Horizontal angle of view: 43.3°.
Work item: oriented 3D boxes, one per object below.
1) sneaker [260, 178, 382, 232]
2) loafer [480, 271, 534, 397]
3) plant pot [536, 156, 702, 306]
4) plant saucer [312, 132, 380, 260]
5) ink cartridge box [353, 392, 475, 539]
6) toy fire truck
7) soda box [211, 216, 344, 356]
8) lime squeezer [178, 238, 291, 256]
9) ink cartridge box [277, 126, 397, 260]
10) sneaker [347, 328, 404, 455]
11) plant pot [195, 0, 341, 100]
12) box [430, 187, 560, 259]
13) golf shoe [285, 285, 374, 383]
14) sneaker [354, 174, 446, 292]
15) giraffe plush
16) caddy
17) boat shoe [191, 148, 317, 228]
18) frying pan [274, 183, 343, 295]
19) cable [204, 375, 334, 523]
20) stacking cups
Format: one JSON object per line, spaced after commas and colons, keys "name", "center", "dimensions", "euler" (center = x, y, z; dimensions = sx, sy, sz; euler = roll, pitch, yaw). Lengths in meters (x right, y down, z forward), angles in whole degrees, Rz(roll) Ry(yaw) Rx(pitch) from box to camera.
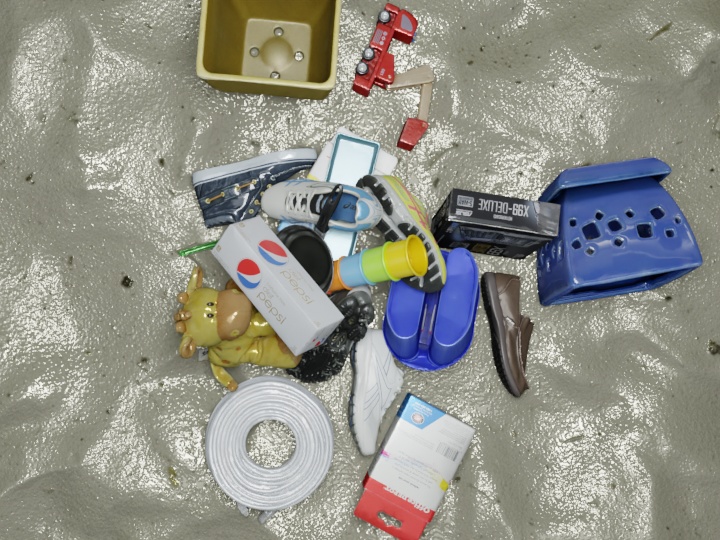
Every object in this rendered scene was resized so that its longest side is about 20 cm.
{"name": "sneaker", "center": [-0.064, -0.099, 1.320], "dimensions": [0.199, 0.072, 0.072], "euler": [8, 87, 28]}
{"name": "loafer", "center": [0.240, 0.096, 1.413], "dimensions": [0.071, 0.073, 0.201], "euler": [-10, 88, -2]}
{"name": "plant pot", "center": [0.370, -0.059, 1.372], "dimensions": [0.199, 0.200, 0.181], "euler": [-9, 81, -3]}
{"name": "plant saucer", "center": [-0.026, -0.103, 1.369], "dimensions": [0.070, 0.019, 0.201], "euler": [14, 87, -2]}
{"name": "ink cartridge box", "center": [0.080, 0.304, 1.397], "dimensions": [0.116, 0.067, 0.201], "euler": [28, 86, -1]}
{"name": "toy fire truck", "center": [0.064, -0.306, 1.437], "dimensions": [0.140, 0.049, 0.201], "euler": [23, 85, -2]}
{"name": "soda box", "center": [-0.118, 0.019, 1.283], "dimensions": [0.200, 0.068, 0.064], "euler": [49, 124, 14]}
{"name": "lime squeezer", "center": [-0.182, -0.043, 1.407], "dimensions": [0.199, 0.071, 0.038], "euler": [-4, 129, 24]}
{"name": "ink cartridge box", "center": [-0.032, -0.119, 1.412], "dimensions": [0.115, 0.068, 0.201], "euler": [29, 86, -2]}
{"name": "sneaker", "center": [0.025, 0.185, 1.401], "dimensions": [0.087, 0.075, 0.201], "euler": [4, 87, -8]}
{"name": "plant pot", "center": [-0.130, -0.349, 1.353], "dimensions": [0.194, 0.200, 0.195], "euler": [5, 87, -4]}
{"name": "box", "center": [0.194, -0.066, 1.357], "dimensions": [0.157, 0.200, 0.050], "euler": [9, 80, -3]}
{"name": "golf shoe", "center": [-0.041, 0.094, 1.389], "dimensions": [0.078, 0.095, 0.200], "euler": [33, 123, -18]}
{"name": "sneaker", "center": [0.077, -0.062, 1.342], "dimensions": [0.078, 0.090, 0.201], "euler": [-33, 84, 38]}
{"name": "giraffe plush", "center": [-0.194, 0.070, 1.326], "dimensions": [0.199, 0.162, 0.173], "euler": [-30, 61, 10]}
{"name": "caddy", "center": [0.109, 0.052, 1.390], "dimensions": [0.141, 0.105, 0.201], "euler": [10, 68, 6]}
{"name": "boat shoe", "center": [-0.157, -0.127, 1.410], "dimensions": [0.199, 0.071, 0.091], "euler": [-14, 89, 3]}
{"name": "frying pan", "center": [-0.077, -0.046, 1.294], "dimensions": [0.115, 0.031, 0.191], "euler": [19, 111, 28]}
{"name": "cable", "center": [-0.140, 0.264, 1.387], "dimensions": [0.200, 0.069, 0.200], "euler": [-35, 89, -4]}
{"name": "stacking cups", "center": [0.000, 0.000, 1.314], "dimensions": [0.199, 0.060, 0.061], "euler": [-15, 87, 33]}
